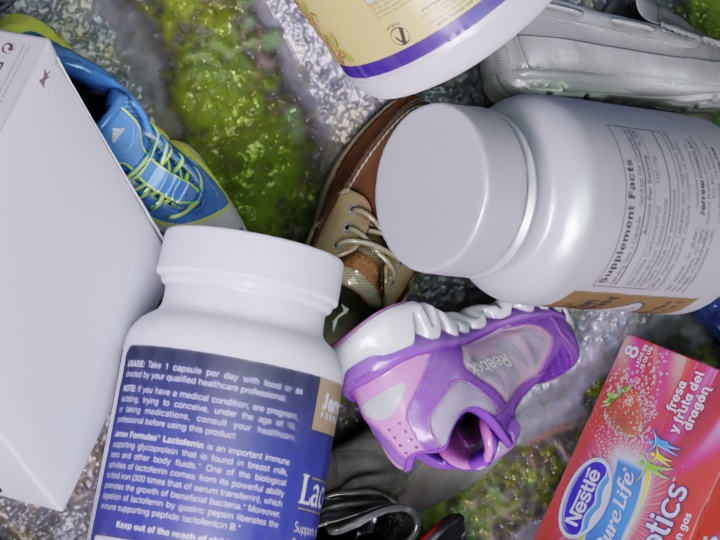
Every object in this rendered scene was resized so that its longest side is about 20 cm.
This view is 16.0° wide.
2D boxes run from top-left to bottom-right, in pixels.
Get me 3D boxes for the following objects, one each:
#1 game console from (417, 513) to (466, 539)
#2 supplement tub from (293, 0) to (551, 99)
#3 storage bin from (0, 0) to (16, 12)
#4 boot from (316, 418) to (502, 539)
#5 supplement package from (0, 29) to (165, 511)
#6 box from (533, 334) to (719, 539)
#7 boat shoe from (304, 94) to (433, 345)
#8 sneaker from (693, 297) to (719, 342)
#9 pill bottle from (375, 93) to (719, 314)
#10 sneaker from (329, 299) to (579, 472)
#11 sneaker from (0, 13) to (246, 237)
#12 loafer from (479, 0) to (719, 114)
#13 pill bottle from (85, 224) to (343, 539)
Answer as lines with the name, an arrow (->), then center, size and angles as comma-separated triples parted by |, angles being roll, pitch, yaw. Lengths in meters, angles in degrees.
game console -> 0.012, 0.246, 1.449 | 0.200, 0.119, 0.173 | -40, 109, -6
supplement tub -> 0.005, -0.207, 1.345 | 0.145, 0.145, 0.200 | -39, 109, -7
storage bin -> -0.232, -0.212, 1.276 | 0.199, 0.134, 0.146 | 22, 93, -21
boot -> 0.011, 0.129, 1.418 | 0.199, 0.131, 0.068 | -20, 105, -13
supplement package -> -0.194, -0.003, 1.262 | 0.156, 0.110, 0.200 | -67, 154, -25
box -> 0.168, 0.152, 1.461 | 0.100, 0.095, 0.201 | 28, 86, -53
boat shoe -> 0.000, 0.000, 1.416 | 0.075, 0.074, 0.201 | 27, 91, -10
sneaker -> 0.250, 0.014, 1.512 | 0.078, 0.070, 0.200 | -43, 104, -30
pill bottle -> 0.110, -0.037, 1.395 | 0.199, 0.114, 0.115 | 5, 100, -41
sneaker -> 0.060, 0.067, 1.400 | 0.080, 0.200, 0.089 | -38, 71, 31
sneaker -> -0.128, -0.051, 1.354 | 0.200, 0.105, 0.076 | 41, 87, -19
loafer -> 0.160, -0.126, 1.449 | 0.199, 0.070, 0.070 | 1, 83, -27
pill bottle -> -0.071, 0.085, 1.296 | 0.115, 0.116, 0.201 | 13, 83, -19
